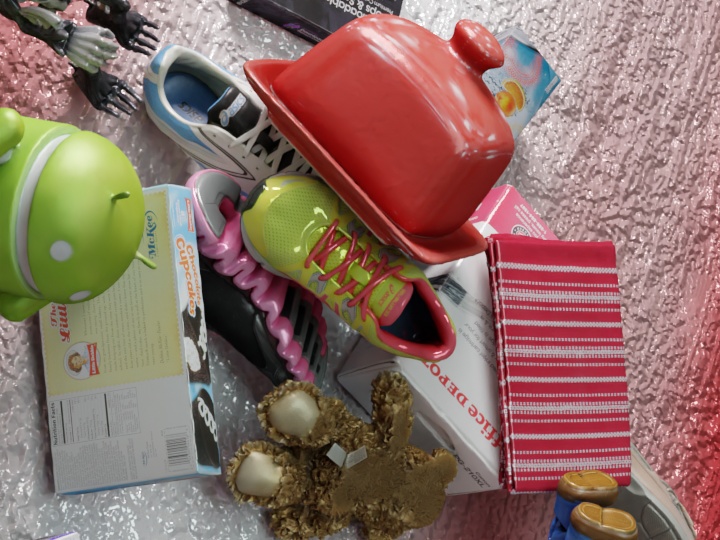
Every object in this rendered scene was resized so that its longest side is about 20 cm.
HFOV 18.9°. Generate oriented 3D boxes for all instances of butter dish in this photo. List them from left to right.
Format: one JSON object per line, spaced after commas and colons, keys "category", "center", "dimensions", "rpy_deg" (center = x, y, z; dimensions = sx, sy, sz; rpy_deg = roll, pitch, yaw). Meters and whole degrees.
{"category": "butter dish", "center": [0.042, -0.117, 1.553], "dimensions": [0.199, 0.148, 0.200], "rpy_deg": [46, 16, 9]}

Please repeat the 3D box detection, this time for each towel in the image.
{"category": "towel", "center": [0.155, 0.071, 1.689], "dimensions": [0.144, 0.022, 0.201], "rpy_deg": [1, 83, -41]}

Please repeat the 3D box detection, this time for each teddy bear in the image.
{"category": "teddy bear", "center": [-0.018, 0.140, 1.603], "dimensions": [0.199, 0.067, 0.146], "rpy_deg": [1, 107, -41]}

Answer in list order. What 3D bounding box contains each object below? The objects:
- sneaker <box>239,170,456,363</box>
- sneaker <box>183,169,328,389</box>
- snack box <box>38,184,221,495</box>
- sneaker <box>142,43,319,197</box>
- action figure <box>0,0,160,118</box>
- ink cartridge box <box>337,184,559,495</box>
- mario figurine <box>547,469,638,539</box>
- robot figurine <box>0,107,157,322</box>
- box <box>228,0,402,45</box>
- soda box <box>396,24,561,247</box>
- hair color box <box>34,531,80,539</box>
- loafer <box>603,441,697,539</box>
{"category": "sneaker", "center": [0.000, 0.000, 1.531], "dimensions": [0.200, 0.090, 0.078], "rpy_deg": [37, 89, -32]}
{"category": "sneaker", "center": [-0.097, 0.019, 1.581], "dimensions": [0.200, 0.095, 0.079], "rpy_deg": [58, 29, -25]}
{"category": "snack box", "center": [-0.164, 0.049, 1.499], "dimensions": [0.037, 0.116, 0.201], "rpy_deg": [11, 71, -65]}
{"category": "sneaker", "center": [-0.079, -0.091, 1.582], "dimensions": [0.200, 0.073, 0.072], "rpy_deg": [37, 74, 6]}
{"category": "action figure", "center": [-0.193, -0.193, 1.489], "dimensions": [0.119, 0.102, 0.200], "rpy_deg": [-65, 155, -16]}
{"category": "ink cartridge box", "center": [0.093, 0.056, 1.712], "dimensions": [0.145, 0.084, 0.200], "rpy_deg": [47, 55, -19]}
{"category": "mario figurine", "center": [0.167, 0.255, 1.672], "dimensions": [0.106, 0.201, 0.123], "rpy_deg": [27, 29, 14]}
{"category": "robot figurine", "center": [-0.230, -0.044, 1.423], "dimensions": [0.176, 0.199, 0.116], "rpy_deg": [72, 35, -53]}
{"category": "box", "center": [-0.022, -0.277, 1.735], "dimensions": [0.143, 0.036, 0.201], "rpy_deg": [25, 64, -30]}
{"category": "soda box", "center": [0.077, -0.108, 1.747], "dimensions": [0.064, 0.068, 0.200], "rpy_deg": [49, 56, -18]}
{"category": "hair color box", "center": [-0.219, 0.286, 1.437], "dimensions": [0.109, 0.065, 0.201], "rpy_deg": [-15, 87, -38]}
{"category": "loafer", "center": [0.228, 0.180, 1.799], "dimensions": [0.200, 0.072, 0.063], "rpy_deg": [51, 48, -13]}
